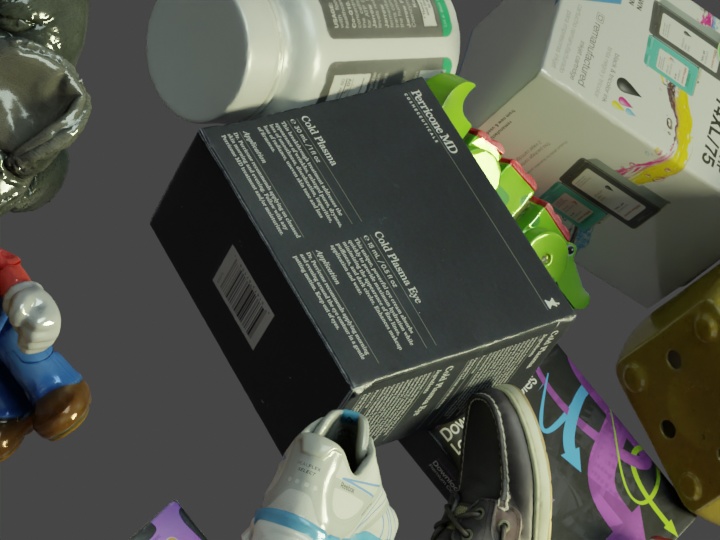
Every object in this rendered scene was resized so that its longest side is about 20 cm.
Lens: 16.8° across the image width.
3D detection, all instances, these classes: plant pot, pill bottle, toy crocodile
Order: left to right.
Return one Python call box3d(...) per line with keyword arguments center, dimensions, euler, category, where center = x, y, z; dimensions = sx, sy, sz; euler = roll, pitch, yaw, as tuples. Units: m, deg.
box3d(center=(-0.037, -0.148, 1.591), dimensions=(0.199, 0.113, 0.114), euler=(-7, 67, -48), category="pill bottle")
box3d(center=(0.095, -0.048, 1.644), dimensions=(0.062, 0.067, 0.200), euler=(-46, 117, -11), category="toy crocodile")
box3d(center=(0.291, 0.068, 1.655), dimensions=(0.199, 0.195, 0.195), euler=(-17, 74, -38), category="plant pot")

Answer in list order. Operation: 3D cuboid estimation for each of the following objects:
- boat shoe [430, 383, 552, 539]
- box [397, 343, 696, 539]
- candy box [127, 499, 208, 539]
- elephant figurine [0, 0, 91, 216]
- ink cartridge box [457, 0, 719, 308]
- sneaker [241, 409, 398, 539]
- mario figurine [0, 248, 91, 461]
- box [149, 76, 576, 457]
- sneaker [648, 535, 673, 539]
box3d(center=(0.076, 0.171, 1.502), dimensions=(0.064, 0.072, 0.202), euler=(0, 91, -25), category="boat shoe")
box3d(center=(0.118, 0.128, 1.607), dimensions=(0.200, 0.036, 0.143), euler=(49, 48, 2), category="box")
box3d(center=(-0.104, 0.260, 1.355), dimensions=(0.200, 0.072, 0.168), euler=(50, 48, 1), category="candy box")
box3d(center=(-0.224, -0.089, 1.457), dimensions=(0.141, 0.154, 0.202), euler=(20, 58, -65), category="elephant figurine")
box3d(center=(0.180, -0.104, 1.710), dimensions=(0.199, 0.146, 0.147), euler=(31, 51, -16), category="ink cartridge box")
box3d(center=(-0.010, 0.125, 1.428), dimensions=(0.074, 0.200, 0.087), euler=(17, 90, 9), category="sneaker")
box3d(center=(-0.240, 0.022, 1.356), dimensions=(0.123, 0.106, 0.201), euler=(-34, 108, -4), category="mario figurine")
box3d(center=(0.000, 0.000, 1.530), dimensions=(0.181, 0.104, 0.201), euler=(-16, 64, -34), category="box")
box3d(center=(0.225, 0.275, 1.589), dimensions=(0.200, 0.078, 0.116), euler=(44, 74, -18), category="sneaker")
